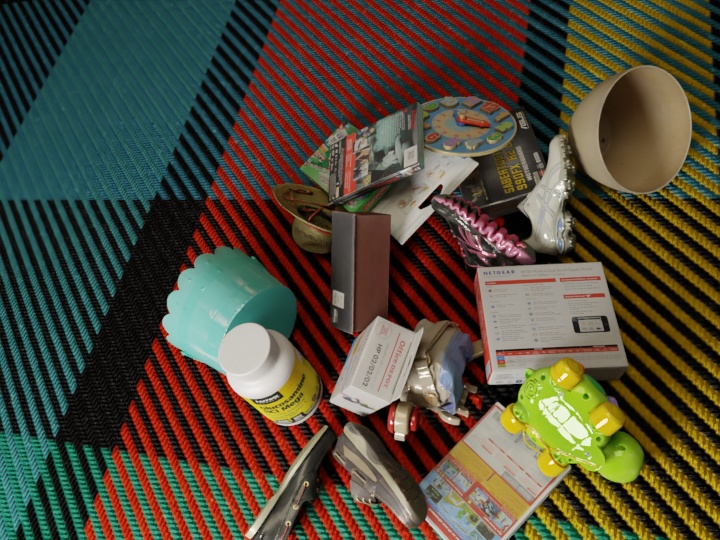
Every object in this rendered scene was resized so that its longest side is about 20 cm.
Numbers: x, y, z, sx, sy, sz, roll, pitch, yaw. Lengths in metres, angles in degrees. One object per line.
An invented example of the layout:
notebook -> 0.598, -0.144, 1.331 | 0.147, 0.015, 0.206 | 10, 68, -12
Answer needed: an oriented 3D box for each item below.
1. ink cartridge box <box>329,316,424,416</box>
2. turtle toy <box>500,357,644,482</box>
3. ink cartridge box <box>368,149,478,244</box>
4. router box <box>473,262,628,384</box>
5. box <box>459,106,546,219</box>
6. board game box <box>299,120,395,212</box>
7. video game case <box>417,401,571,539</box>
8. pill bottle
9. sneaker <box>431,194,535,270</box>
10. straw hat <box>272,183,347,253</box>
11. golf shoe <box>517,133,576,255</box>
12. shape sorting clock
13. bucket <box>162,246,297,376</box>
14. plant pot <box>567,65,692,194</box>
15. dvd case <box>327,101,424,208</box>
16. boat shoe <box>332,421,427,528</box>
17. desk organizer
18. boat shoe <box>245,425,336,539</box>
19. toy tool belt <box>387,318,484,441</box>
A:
ink cartridge box -> 0.021, 0.144, 1.010 | 0.068, 0.200, 0.116 | 24, 67, -5
turtle toy -> 0.301, 0.210, 0.920 | 0.200, 0.101, 0.146 | 49, 124, 16
ink cartridge box -> 0.103, -0.154, 1.224 | 0.200, 0.044, 0.174 | -46, 50, 4
router box -> 0.285, 0.078, 1.021 | 0.199, 0.049, 0.180 | -2, 58, 1
box -> 0.252, -0.194, 1.226 | 0.158, 0.048, 0.201 | -15, 56, 10
board game box -> -0.017, -0.195, 1.277 | 0.135, 0.029, 0.200 | -46, 49, 1
video game case -> 0.184, 0.308, 0.967 | 0.200, 0.017, 0.143 | -43, 56, -9
pill bottle -> -0.142, 0.163, 1.057 | 0.112, 0.200, 0.113 | -9, 58, 15
sneaker -> 0.190, -0.048, 1.119 | 0.200, 0.079, 0.096 | 39, 117, 12
straw hat -> -0.081, -0.080, 1.247 | 0.201, 0.201, 0.085 | 40, 119, 33
golf shoe -> 0.307, -0.126, 1.113 | 0.097, 0.078, 0.201 | 1, 88, 28
shape sorting clock -> 0.183, -0.266, 1.212 | 0.199, 0.039, 0.200 | 1, 40, -1
bucket -> -0.215, 0.077, 1.140 | 0.135, 0.207, 0.207 | 30, 73, 29
plant pot -> 0.428, -0.231, 1.121 | 0.200, 0.200, 0.134 | -46, 23, -11
dvd case -> 0.026, -0.206, 1.206 | 0.199, 0.022, 0.147 | -21, 52, 32
boat shoe -> 0.025, 0.311, 0.989 | 0.073, 0.074, 0.200 | -53, 41, 6
desk organizer -> 0.000, 0.000, 1.141 | 0.072, 0.077, 0.201 | 14, 105, 55
boat shoe -> -0.094, 0.333, 1.024 | 0.063, 0.074, 0.202 | 33, 65, 2
toy tool belt -> 0.124, 0.167, 1.005 | 0.122, 0.125, 0.200 | 7, 43, 16
